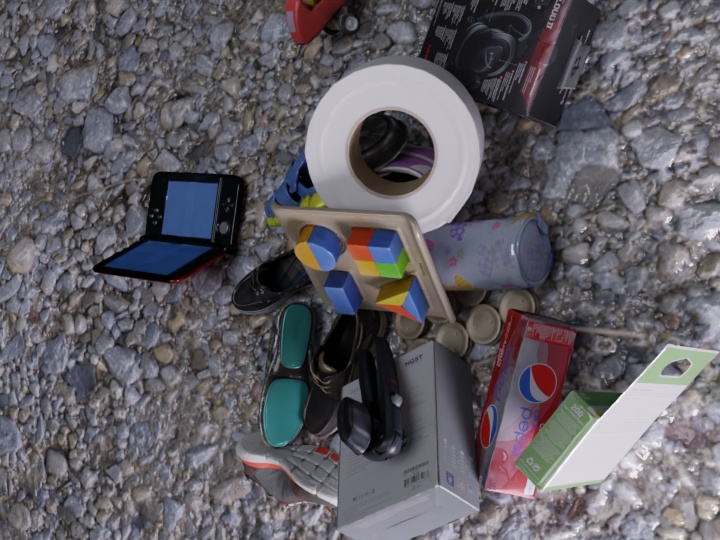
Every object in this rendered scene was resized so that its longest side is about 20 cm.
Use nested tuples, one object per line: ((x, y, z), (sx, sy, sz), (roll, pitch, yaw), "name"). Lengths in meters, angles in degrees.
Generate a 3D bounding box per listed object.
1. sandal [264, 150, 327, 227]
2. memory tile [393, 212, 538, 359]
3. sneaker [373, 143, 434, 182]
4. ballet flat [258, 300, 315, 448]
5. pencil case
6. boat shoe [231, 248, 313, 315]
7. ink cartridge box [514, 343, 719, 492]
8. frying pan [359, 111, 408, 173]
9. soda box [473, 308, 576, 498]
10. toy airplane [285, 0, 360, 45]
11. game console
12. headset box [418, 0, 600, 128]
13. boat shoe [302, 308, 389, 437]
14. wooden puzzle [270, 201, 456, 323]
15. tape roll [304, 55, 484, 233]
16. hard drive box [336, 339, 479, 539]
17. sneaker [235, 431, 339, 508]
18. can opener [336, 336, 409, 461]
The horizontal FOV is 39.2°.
((-0.074, -0.109, 1.347), (0.200, 0.079, 0.087), (-17, 87, 60), "sandal")
((0.120, 0.031, 1.251), (0.200, 0.017, 0.154), (-31, 67, 32), "memory tile")
((0.019, -0.126, 1.278), (0.200, 0.114, 0.073), (5, 110, 39), "sneaker")
((-0.100, 0.141, 1.383), (0.072, 0.072, 0.201), (6, 84, 38), "ballet flat")
((0.124, -0.022, 1.192), (0.200, 0.083, 0.091), (-3, 74, 38), "pencil case")
((-0.117, 0.012, 1.405), (0.200, 0.066, 0.070), (-18, 74, 35), "boat shoe")
((0.265, 0.141, 1.043), (0.048, 0.145, 0.200), (46, 112, 33), "ink cartridge box")
((0.026, -0.183, 1.267), (0.115, 0.031, 0.190), (15, 56, 42), "frying pan")
((0.182, 0.149, 1.144), (0.070, 0.063, 0.200), (-145, 69, -78), "soda box")
((-0.047, -0.428, 1.353), (0.200, 0.141, 0.199), (-44, 39, 42), "toy airplane")
((-0.290, -0.069, 1.515), (0.200, 0.119, 0.173), (7, 89, 38), "game console")
((0.178, -0.266, 1.202), (0.200, 0.077, 0.149), (26, 101, 36), "headset box")
((-0.035, 0.125, 1.323), (0.074, 0.073, 0.200), (30, 103, 36), "boat shoe")
((0.000, 0.000, 1.187), (0.200, 0.185, 0.046), (9, 56, 29), "wooden puzzle")
((0.041, -0.140, 1.157), (0.202, 0.071, 0.203), (3, 109, 10), "tape roll")
((0.053, 0.205, 1.192), (0.156, 0.077, 0.200), (-30, 40, 32), "hard drive box")
((-0.082, 0.282, 1.359), (0.200, 0.077, 0.082), (18, 122, 39), "sneaker")
((0.021, 0.143, 1.167), (0.063, 0.079, 0.200), (-29, 26, 22), "can opener")
